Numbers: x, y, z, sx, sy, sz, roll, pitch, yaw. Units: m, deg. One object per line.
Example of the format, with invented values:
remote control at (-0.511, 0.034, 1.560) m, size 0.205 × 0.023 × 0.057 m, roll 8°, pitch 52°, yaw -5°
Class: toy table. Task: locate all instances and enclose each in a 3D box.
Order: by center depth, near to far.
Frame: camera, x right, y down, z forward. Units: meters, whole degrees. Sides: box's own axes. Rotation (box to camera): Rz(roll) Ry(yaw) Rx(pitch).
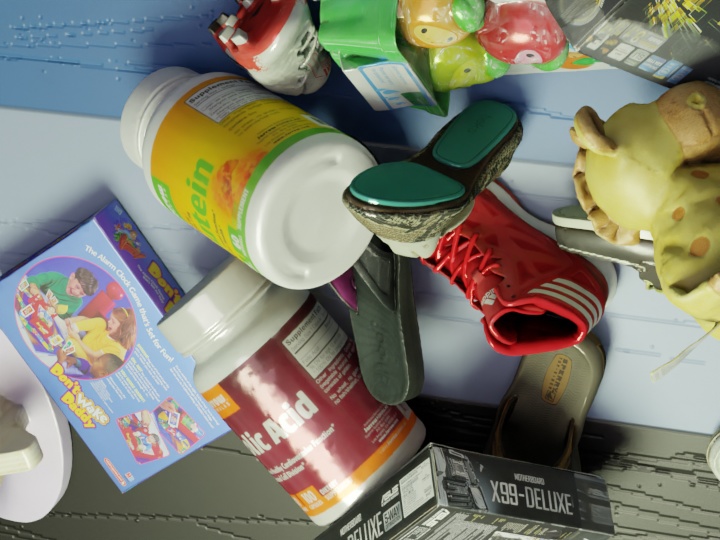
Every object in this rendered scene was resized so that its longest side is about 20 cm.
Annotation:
toy table at (-0.324, 0.138, 1.504) m, size 0.183 × 0.117 × 0.201 m, roll -23°, pitch 104°, yaw 25°

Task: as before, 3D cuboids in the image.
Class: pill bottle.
pill bottle at (-0.085, -0.074, 1.301) m, size 0.200 × 0.111 × 0.112 m, roll 33°, pitch 125°, yaw 44°
pill bottle at (-0.054, 0.085, 1.395) m, size 0.114 × 0.114 × 0.200 m, roll -38°, pitch 97°, yaw 27°

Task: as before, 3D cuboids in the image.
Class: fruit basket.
fruit basket at (0.078, -0.160, 1.225) m, size 0.199 × 0.185 × 0.094 m, roll 5°, pitch 75°, yaw 19°

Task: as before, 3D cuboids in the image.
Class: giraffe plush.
giraffe plush at (0.215, -0.047, 1.180) m, size 0.162 × 0.199 × 0.173 m, roll 52°, pitch 161°, yaw 21°

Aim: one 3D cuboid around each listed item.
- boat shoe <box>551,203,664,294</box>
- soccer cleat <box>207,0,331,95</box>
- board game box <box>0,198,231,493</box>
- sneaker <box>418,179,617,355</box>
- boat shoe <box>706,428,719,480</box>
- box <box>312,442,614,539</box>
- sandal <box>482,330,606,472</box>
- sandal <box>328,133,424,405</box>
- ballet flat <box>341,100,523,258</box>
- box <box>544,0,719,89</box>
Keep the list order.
boat shoe at (0.231, -0.008, 1.289) m, size 0.200 × 0.072 × 0.061 m, roll 7°, pitch 110°, yaw 12°
soccer cleat at (-0.053, -0.156, 1.262) m, size 0.085 × 0.200 × 0.069 m, roll 38°, pitch 88°, yaw -13°
board game box at (-0.193, 0.063, 1.470) m, size 0.134 × 0.045 × 0.200 m, roll -30°, pitch 100°, yaw 26°
sneaker at (0.083, -0.009, 1.311) m, size 0.199 × 0.116 × 0.079 m, roll 21°, pitch 117°, yaw 8°
boat shoe at (0.341, 0.178, 1.333) m, size 0.199 × 0.068 × 0.075 m, roll 29°, pitch 117°, yaw 5°
box at (0.066, 0.204, 1.365) m, size 0.157 × 0.050 × 0.200 m, roll 13°, pitch 143°, yaw -29°
sandal at (0.136, 0.131, 1.385) m, size 0.081 × 0.055 × 0.201 m, roll 21°, pitch 123°, yaw 9°
sandal at (0.001, 0.001, 1.328) m, size 0.075 × 0.048 × 0.202 m, roll -9°, pitch 95°, yaw 54°
ballet flat at (0.051, -0.051, 1.261) m, size 0.068 × 0.200 × 0.076 m, roll 24°, pitch 125°, yaw 22°
box at (0.232, -0.185, 1.153) m, size 0.161 × 0.200 × 0.049 m, roll -41°, pitch 58°, yaw 27°
